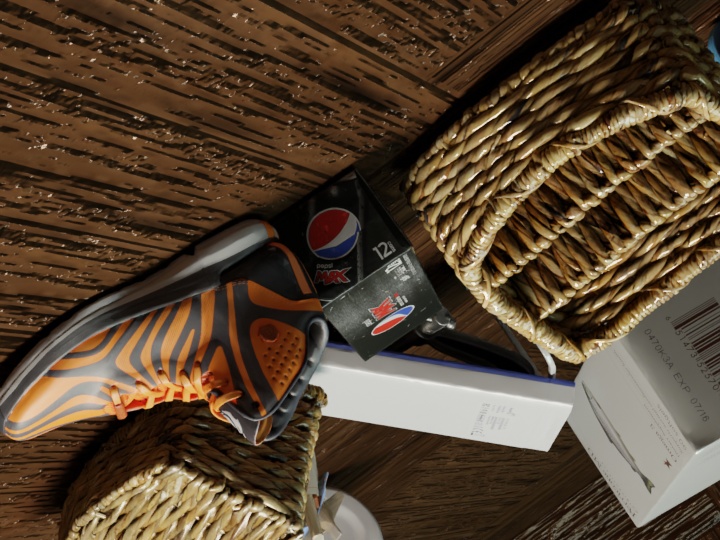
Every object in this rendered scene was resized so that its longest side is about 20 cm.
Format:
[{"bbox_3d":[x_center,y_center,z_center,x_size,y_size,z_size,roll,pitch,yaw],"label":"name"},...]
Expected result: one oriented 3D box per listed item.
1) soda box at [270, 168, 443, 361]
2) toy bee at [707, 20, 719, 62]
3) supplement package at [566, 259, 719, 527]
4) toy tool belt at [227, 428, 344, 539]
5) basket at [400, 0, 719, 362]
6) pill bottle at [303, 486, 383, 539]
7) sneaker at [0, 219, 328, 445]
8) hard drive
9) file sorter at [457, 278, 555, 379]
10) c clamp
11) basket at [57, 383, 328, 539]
[{"bbox_3d":[0.000,0.000,1.402,0.071,0.064,0.200,-33,166,0],"label":"soda box"},{"bbox_3d":[0.277,-0.134,1.499,0.199,0.109,0.131,-34,168,1],"label":"toy bee"},{"bbox_3d":[0.238,0.090,1.621,0.117,0.117,0.200,-29,163,-15],"label":"supplement package"},{"bbox_3d":[-0.076,0.197,1.762,0.124,0.123,0.200,-29,165,-21],"label":"toy tool belt"},{"bbox_3d":[0.145,-0.052,1.353,0.200,0.149,0.143,-38,166,19],"label":"basket"},{"bbox_3d":[-0.065,0.302,2.167,0.112,0.113,0.200,-24,163,-36],"label":"pill bottle"},{"bbox_3d":[-0.107,0.063,1.266,0.199,0.112,0.078,-32,166,-7],"label":"sneaker"},{"bbox_3d":[0.053,0.094,1.656,0.199,0.026,0.132,9,161,-1],"label":"hard drive"},{"bbox_3d":[0.185,-0.016,1.647,0.199,0.125,0.139,-33,166,-4],"label":"file sorter"},{"bbox_3d":[0.041,0.068,1.682,0.170,0.027,0.200,16,155,-15],"label":"c clamp"},{"bbox_3d":[-0.133,0.161,1.565,0.200,0.142,0.149,-52,-162,37],"label":"basket"}]
